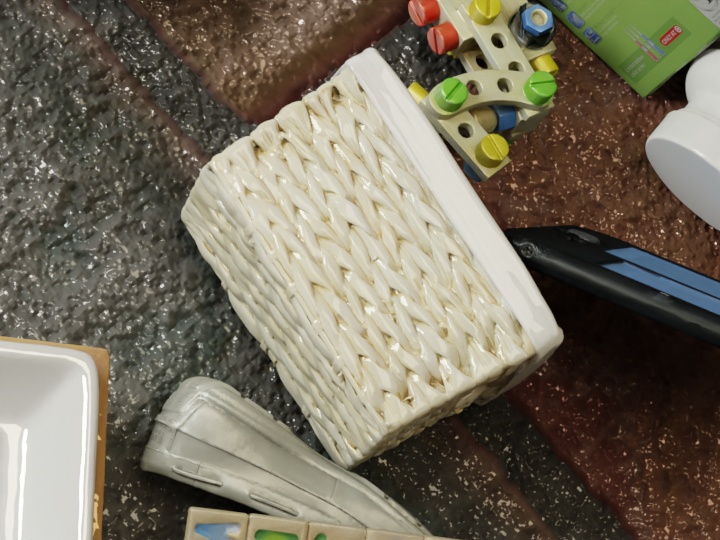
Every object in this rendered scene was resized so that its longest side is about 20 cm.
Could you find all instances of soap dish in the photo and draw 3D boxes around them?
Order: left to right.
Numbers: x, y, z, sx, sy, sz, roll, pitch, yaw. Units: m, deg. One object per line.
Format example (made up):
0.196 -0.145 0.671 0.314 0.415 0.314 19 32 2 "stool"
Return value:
-0.236 0.111 1.316 0.199 0.081 0.158 7 69 -18 "soap dish"

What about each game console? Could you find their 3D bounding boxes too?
0.190 0.018 1.437 0.200 0.177 0.031 23 95 18 "game console"

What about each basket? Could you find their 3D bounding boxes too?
0.000 0.000 1.412 0.123 0.136 0.200 -30 83 -18 "basket"

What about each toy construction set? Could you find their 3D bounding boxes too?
0.049 -0.147 1.514 0.131 0.092 0.200 -25 93 -26 "toy construction set"

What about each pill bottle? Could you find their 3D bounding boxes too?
0.275 -0.122 1.553 0.116 0.116 0.200 43 78 -2 "pill bottle"

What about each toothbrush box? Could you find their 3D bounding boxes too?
0.156 -0.224 1.544 0.200 0.146 0.086 42 63 -2 "toothbrush box"

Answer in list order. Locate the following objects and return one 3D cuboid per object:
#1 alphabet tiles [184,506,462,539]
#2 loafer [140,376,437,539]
-0.027 0.237 1.355 0.167 0.008 0.201 9 87 -17 "alphabet tiles"
-0.032 0.136 1.396 0.200 0.070 0.070 34 81 -7 "loafer"
